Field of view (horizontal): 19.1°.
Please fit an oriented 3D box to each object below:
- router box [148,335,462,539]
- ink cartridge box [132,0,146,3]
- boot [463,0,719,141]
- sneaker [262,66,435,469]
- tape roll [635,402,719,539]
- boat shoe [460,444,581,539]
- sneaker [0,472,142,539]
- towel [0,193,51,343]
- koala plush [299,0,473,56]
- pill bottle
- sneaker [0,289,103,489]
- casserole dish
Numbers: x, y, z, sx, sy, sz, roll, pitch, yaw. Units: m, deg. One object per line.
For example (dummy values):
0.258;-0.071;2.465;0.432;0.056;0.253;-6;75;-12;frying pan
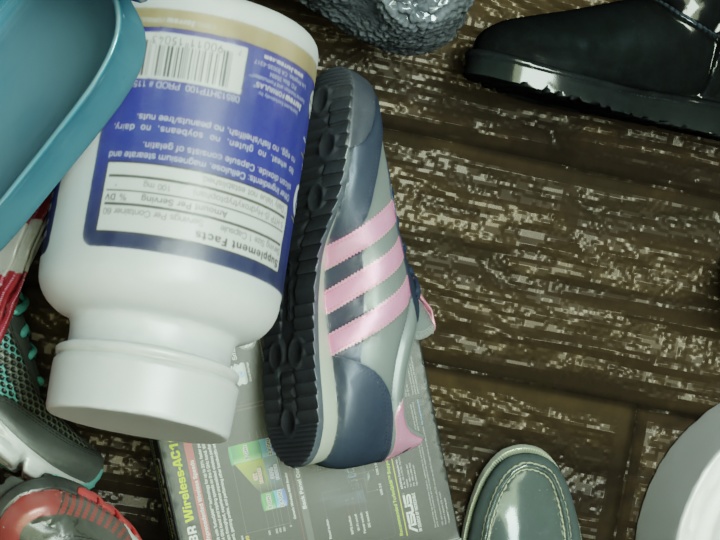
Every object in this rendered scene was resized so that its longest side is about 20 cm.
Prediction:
-0.042;0.066;1.140;0.148;0.062;0.202;-12;94;-11;router box
-0.098;-0.230;0.969;0.200;0.144;0.084;-51;138;-20;ink cartridge box
0.159;-0.162;1.166;0.196;0.073;0.164;10;92;-18;boot
0.000;0.000;1.090;0.081;0.070;0.202;5;90;-32;sneaker
0.257;0.164;1.197;0.200;0.071;0.205;0;92;-12;tape roll
0.092;0.198;1.171;0.072;0.062;0.202;3;91;-11;boat shoe
-0.120;0.189;1.086;0.071;0.098;0.201;-33;117;-7;sneaker
-0.225;-0.043;1.077;0.143;0.023;0.201;19;68;2;towel
-0.048;-0.187;1.075;0.198;0.177;0.186;-12;106;-18;koala plush
-0.092;-0.024;1.036;0.119;0.120;0.202;11;78;-11;pill bottle
-0.197;0.030;1.106;0.200;0.078;0.091;45;80;-11;sneaker
-0.171;-0.079;1.015;0.200;0.121;0.039;-48;142;16;casserole dish
